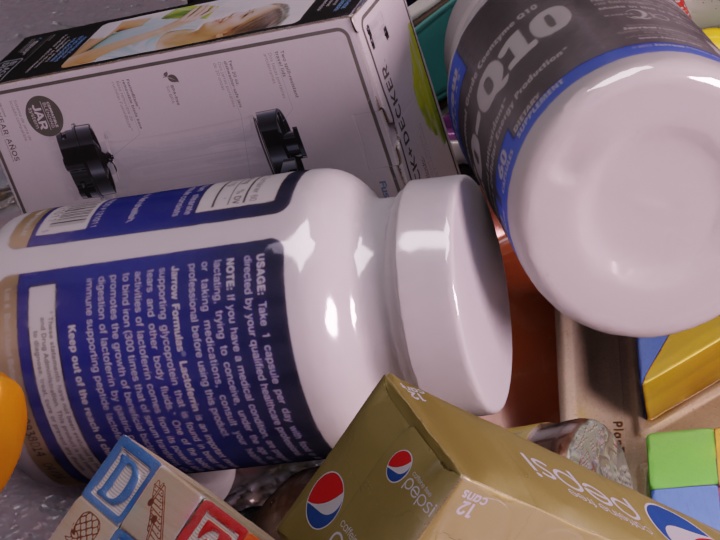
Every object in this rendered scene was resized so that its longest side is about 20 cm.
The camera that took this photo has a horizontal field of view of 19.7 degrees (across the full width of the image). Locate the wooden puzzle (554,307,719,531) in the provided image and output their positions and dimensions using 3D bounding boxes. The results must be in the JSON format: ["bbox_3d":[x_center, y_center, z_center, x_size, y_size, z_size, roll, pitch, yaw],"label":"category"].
[{"bbox_3d":[0.178,0.056,0.820,0.198,0.046,0.186,-3,49,6],"label":"wooden puzzle"}]

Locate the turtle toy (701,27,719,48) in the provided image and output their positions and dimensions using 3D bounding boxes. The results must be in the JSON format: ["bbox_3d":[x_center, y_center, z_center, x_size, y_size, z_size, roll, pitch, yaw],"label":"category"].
[{"bbox_3d":[0.194,-0.061,0.986,0.198,0.102,0.146,5,5,24],"label":"turtle toy"}]

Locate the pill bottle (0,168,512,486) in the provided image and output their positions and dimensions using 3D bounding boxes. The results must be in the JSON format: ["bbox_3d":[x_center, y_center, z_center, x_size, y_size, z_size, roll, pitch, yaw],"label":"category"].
[{"bbox_3d":[-0.045,0.021,0.835,0.198,0.116,0.116,-7,32,17],"label":"pill bottle"}]

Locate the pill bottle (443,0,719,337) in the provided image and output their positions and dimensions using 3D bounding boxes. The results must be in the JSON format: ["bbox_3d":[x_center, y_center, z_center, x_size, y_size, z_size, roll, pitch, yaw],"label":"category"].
[{"bbox_3d":[0.098,-0.064,0.862,0.113,0.115,0.200,-14,25,-3],"label":"pill bottle"}]

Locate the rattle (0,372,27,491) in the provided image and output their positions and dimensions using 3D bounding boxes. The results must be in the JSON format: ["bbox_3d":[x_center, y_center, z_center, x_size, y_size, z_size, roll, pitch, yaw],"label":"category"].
[{"bbox_3d":[-0.123,0.161,0.680,0.142,0.130,0.201,-35,44,5],"label":"rattle"}]

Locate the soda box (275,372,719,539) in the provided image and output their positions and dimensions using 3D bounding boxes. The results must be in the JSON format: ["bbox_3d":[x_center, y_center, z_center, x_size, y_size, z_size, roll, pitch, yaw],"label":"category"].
[{"bbox_3d":[0.073,0.108,0.691,0.068,0.199,0.064,-55,35,11],"label":"soda box"}]

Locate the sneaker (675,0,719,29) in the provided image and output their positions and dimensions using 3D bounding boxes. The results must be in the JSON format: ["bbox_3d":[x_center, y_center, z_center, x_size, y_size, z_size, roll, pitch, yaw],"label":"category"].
[{"bbox_3d":[0.112,-0.124,1.032,0.201,0.067,0.108,12,52,48],"label":"sneaker"}]

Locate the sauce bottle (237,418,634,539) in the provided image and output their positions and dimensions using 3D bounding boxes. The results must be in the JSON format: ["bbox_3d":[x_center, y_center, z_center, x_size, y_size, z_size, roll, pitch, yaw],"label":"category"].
[{"bbox_3d":[0.009,0.103,0.807,0.199,0.065,0.065,-13,28,33],"label":"sauce bottle"}]

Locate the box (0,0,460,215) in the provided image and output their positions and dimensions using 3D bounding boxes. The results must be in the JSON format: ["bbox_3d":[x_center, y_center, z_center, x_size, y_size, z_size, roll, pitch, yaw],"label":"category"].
[{"bbox_3d":[-0.064,-0.059,0.944,0.198,0.117,0.060,-8,26,26],"label":"box"}]

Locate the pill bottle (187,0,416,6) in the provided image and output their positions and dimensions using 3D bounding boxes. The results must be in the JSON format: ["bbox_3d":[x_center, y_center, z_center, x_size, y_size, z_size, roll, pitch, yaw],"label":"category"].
[{"bbox_3d":[-0.002,-0.189,1.240,0.198,0.113,0.112,-9,33,5],"label":"pill bottle"}]

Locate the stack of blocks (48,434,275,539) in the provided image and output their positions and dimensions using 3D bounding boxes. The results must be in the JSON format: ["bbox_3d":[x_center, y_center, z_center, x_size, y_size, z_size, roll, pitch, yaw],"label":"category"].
[{"bbox_3d":[-0.047,0.156,0.732,0.200,0.059,0.116,30,83,46],"label":"stack of blocks"}]

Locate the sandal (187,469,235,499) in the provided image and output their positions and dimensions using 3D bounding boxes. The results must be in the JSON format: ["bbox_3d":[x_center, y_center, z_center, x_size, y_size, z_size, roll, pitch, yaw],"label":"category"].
[{"bbox_3d":[-0.139,0.060,0.958,0.082,0.050,0.202,-10,37,-41],"label":"sandal"}]

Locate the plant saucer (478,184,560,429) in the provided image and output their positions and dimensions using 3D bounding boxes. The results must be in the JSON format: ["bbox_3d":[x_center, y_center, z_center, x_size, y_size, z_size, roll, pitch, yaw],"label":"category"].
[{"bbox_3d":[0.102,0.035,0.901,0.198,0.032,0.201,-3,50,4],"label":"plant saucer"}]

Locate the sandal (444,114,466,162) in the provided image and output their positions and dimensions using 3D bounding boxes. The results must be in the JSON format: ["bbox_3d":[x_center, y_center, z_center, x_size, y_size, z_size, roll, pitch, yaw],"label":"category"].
[{"bbox_3d":[0.033,-0.095,1.128,0.201,0.050,0.083,-4,34,11],"label":"sandal"}]

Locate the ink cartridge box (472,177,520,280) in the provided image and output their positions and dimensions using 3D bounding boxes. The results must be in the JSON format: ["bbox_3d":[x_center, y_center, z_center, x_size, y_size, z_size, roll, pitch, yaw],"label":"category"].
[{"bbox_3d":[0.000,0.000,0.996,0.198,0.039,0.100,-8,33,-7],"label":"ink cartridge box"}]

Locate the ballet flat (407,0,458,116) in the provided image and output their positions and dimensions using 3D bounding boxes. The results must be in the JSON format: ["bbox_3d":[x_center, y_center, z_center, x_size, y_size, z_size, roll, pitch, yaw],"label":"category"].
[{"bbox_3d":[0.008,-0.090,1.003,0.199,0.070,0.070,-28,29,16],"label":"ballet flat"}]
